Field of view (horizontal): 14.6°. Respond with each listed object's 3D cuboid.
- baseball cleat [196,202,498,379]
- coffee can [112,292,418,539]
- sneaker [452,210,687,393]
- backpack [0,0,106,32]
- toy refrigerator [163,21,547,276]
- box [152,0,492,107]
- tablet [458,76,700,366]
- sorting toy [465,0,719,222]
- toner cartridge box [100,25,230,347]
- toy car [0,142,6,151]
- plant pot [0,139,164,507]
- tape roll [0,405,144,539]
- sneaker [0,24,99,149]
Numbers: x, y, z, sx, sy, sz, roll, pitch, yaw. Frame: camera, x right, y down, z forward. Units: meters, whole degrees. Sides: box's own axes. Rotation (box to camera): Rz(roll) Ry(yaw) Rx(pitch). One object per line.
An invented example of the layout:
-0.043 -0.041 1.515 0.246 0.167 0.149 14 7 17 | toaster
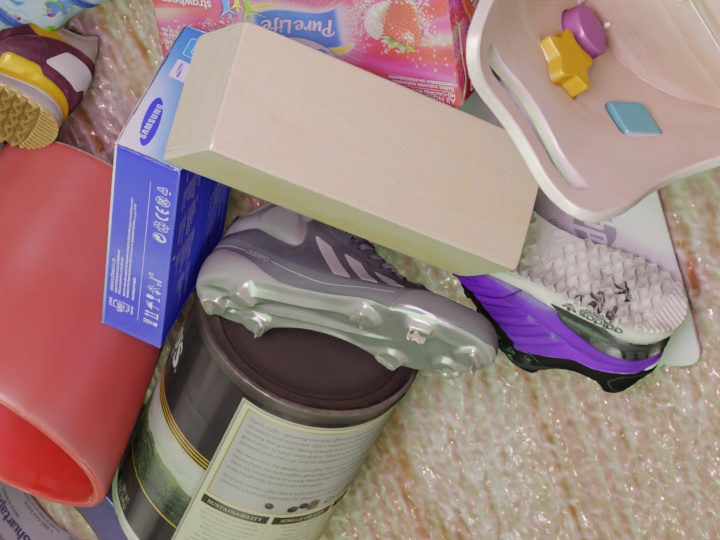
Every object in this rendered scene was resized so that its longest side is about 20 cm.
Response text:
0.000 0.000 1.670 0.199 0.107 0.070 13 148 22 | baseball cleat
-0.063 0.094 1.800 0.146 0.146 0.200 34 134 7 | coffee can
0.091 0.012 1.678 0.200 0.070 0.100 31 141 12 | sneaker
-0.203 -0.228 1.592 0.154 0.163 0.200 -39 129 24 | backpack
-0.003 -0.065 1.562 0.200 0.076 0.070 20 168 -26 | toy refrigerator
-0.014 -0.167 1.610 0.199 0.100 0.096 9 126 26 | box
0.124 -0.028 1.684 0.130 0.014 0.200 0 122 32 | tablet
0.121 -0.116 1.503 0.107 0.180 0.200 -22 108 38 | sorting toy
-0.111 -0.046 1.655 0.043 0.095 0.200 22 148 6 | toner cartridge box
-0.337 -0.038 1.840 0.157 0.200 0.165 14 128 24 | toy car
-0.208 0.025 1.792 0.200 0.178 0.201 25 160 10 | plant pot
-0.213 0.172 1.998 0.199 0.085 0.200 17 131 21 | tape roll
-0.263 -0.156 1.771 0.200 0.090 0.075 30 144 -5 | sneaker
